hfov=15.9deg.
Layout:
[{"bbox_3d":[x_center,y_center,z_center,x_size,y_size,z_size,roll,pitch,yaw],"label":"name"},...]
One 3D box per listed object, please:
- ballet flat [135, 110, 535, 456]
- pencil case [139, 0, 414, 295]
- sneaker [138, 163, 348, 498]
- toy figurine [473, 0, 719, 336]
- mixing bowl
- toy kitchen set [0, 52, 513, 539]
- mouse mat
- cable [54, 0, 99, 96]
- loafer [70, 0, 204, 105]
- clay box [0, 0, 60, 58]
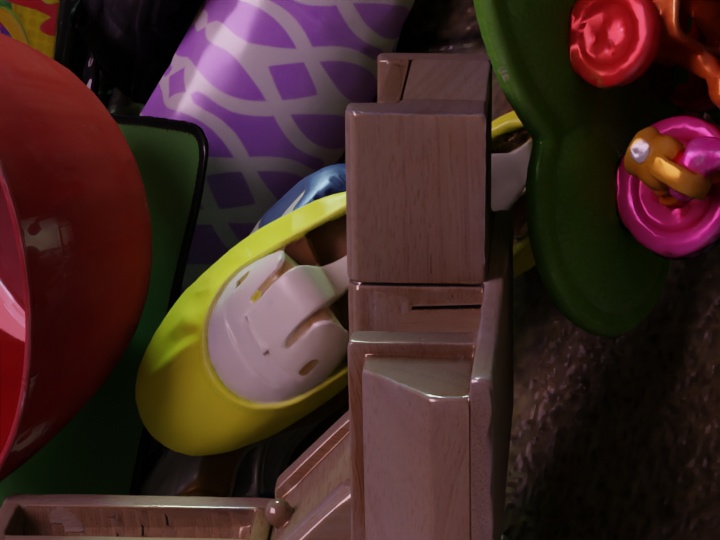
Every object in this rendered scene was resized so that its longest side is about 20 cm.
[{"bbox_3d":[0.000,0.000,0.919,0.199,0.067,0.067,-31,85,5],"label":"ballet flat"},{"bbox_3d":[-0.042,-0.068,1.057,0.201,0.084,0.086,-58,2,10],"label":"pencil case"},{"bbox_3d":[-0.055,0.044,1.014,0.088,0.075,0.201,30,95,53],"label":"sneaker"},{"bbox_3d":[0.148,-0.083,0.807,0.183,0.150,0.201,-4,80,39],"label":"toy figurine"},{"bbox_3d":[-0.150,-0.011,0.970,0.199,0.108,0.201,13,109,41],"label":"mixing bowl"},{"bbox_3d":[-0.042,0.048,0.814,0.163,0.179,0.201,-77,-13,-71],"label":"toy kitchen set"},{"bbox_3d":[-0.124,0.034,1.037,0.161,0.008,0.201,10,87,51],"label":"mouse mat"},{"bbox_3d":[-0.138,-0.160,1.203,0.097,0.050,0.201,-63,-19,-75],"label":"cable"},{"bbox_3d":[-0.094,-0.130,1.079,0.068,0.070,0.201,-50,-5,-19],"label":"loafer"},{"bbox_3d":[-0.168,-0.147,1.105,0.115,0.047,0.201,-15,68,55],"label":"clay box"}]
